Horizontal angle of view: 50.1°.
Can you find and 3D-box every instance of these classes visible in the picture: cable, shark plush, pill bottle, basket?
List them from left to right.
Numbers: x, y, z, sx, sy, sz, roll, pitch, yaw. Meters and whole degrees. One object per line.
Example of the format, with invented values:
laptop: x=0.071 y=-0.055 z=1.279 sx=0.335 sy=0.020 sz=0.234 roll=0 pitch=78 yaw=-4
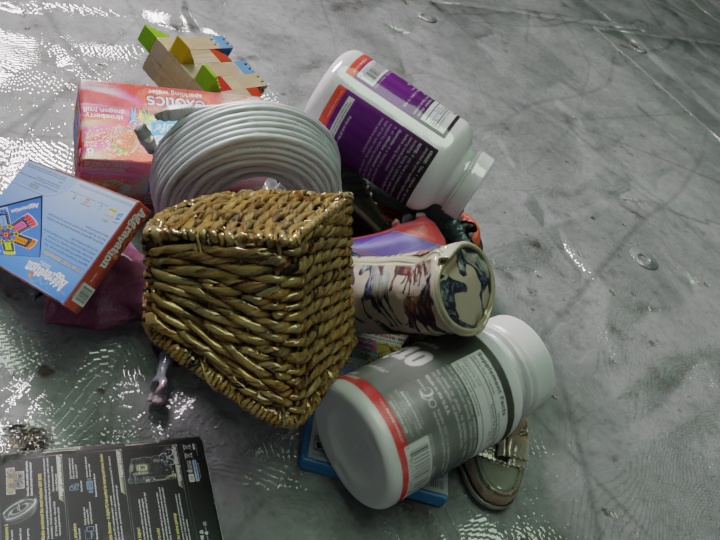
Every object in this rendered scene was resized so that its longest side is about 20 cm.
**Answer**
cable: x=-0.114 y=-0.086 z=0.794 sx=0.199 sy=0.201 sz=0.070 roll=-12 pitch=53 yaw=-6
basket: x=-0.089 y=0.021 z=0.620 sx=0.142 sy=0.150 sz=0.200 roll=3 pitch=16 yaw=11
pill bottle: x=0.042 y=-0.142 z=0.839 sx=0.199 sy=0.113 sz=0.113 roll=34 pitch=40 yaw=2
shark plush: x=0.078 y=-0.071 z=0.933 sx=0.200 sy=0.083 sz=0.091 roll=45 pitch=11 yaw=19
pill bottle: x=0.070 y=0.117 z=0.689 sx=0.199 sy=0.114 sz=0.114 roll=-21 pitch=57 yaw=-31

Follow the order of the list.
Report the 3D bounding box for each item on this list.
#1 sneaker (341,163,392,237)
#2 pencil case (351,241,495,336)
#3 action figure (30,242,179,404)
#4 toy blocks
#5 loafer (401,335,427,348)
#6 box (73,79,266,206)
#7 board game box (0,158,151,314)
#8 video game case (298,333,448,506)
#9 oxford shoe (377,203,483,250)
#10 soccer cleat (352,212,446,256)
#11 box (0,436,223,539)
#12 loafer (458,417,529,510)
sneaker: x=-0.017 y=-0.110 z=0.918 sx=0.200 sy=0.067 sz=0.090 roll=39 pitch=67 yaw=-15
pencil case: x=0.036 y=0.017 z=0.708 sx=0.090 sy=0.200 sz=0.078 roll=49 pitch=63 yaw=-23
action figure: x=-0.193 y=0.029 z=0.726 sx=0.199 sy=0.135 sz=0.149 roll=21 pitch=12 yaw=-4
toy blocks: x=-0.185 y=-0.239 z=1.021 sx=0.200 sy=0.100 sz=0.137 roll=49 pitch=35 yaw=10
loafer: x=0.103 y=0.046 z=0.841 sx=0.073 sy=0.072 sz=0.200 roll=26 pitch=23 yaw=6
box: x=-0.210 y=-0.133 z=0.853 sx=0.199 sy=0.095 sz=0.103 roll=1 pitch=66 yaw=-24
board game box: x=-0.274 y=-0.037 z=0.683 sx=0.199 sy=0.019 sz=0.103 roll=20 pitch=71 yaw=40
video game case: x=0.019 y=0.128 z=0.773 sx=0.142 sy=0.018 sz=0.201 roll=18 pitch=40 yaw=-9
oxford shoe: x=0.078 y=-0.062 z=0.991 sx=0.071 sy=0.073 sz=0.200 roll=-40 pitch=51 yaw=-8
soccer cleat: x=0.000 y=0.000 z=0.828 sx=0.199 sy=0.067 sz=0.077 roll=-18 pitch=67 yaw=-10
box: x=-0.176 y=0.219 z=0.547 sx=0.159 sy=0.044 sz=0.201 roll=1 pitch=46 yaw=-28
loafer: x=0.138 y=0.142 z=0.785 sx=0.072 sy=0.063 sz=0.201 roll=20 pitch=39 yaw=-9
